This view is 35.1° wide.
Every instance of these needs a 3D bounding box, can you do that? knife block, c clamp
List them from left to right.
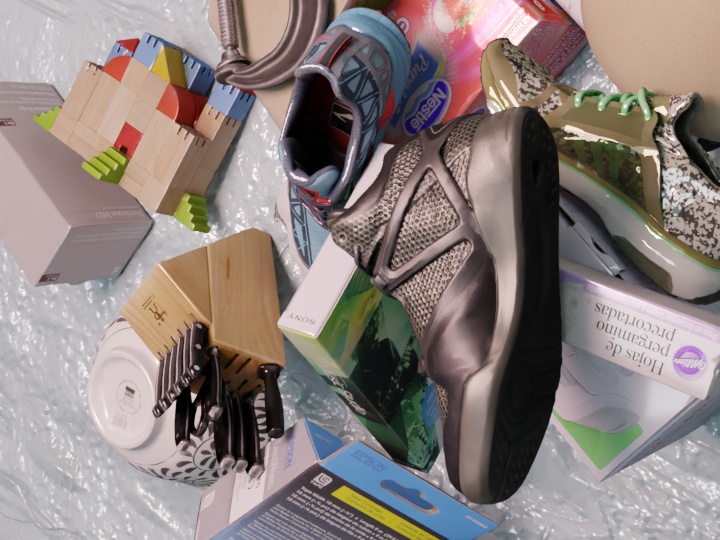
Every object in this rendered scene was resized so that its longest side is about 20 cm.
[{"bbox_3d":[-0.097,0.066,0.913,0.176,0.200,0.064,50,120,7],"label":"knife block"},{"bbox_3d":[-0.082,-0.213,0.815,0.171,0.027,0.200,-28,66,41],"label":"c clamp"}]

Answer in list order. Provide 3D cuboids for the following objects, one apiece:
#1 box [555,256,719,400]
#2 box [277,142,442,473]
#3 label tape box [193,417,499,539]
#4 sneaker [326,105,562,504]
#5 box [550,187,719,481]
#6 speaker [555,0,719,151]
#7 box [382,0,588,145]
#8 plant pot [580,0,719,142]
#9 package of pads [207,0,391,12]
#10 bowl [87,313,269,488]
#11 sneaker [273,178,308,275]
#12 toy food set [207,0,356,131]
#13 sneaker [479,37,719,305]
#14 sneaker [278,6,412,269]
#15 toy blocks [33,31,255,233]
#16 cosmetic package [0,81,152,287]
[{"bbox_3d":[0.106,0.014,0.624,0.200,0.041,0.039,23,105,29],"label":"box"},{"bbox_3d":[0.031,0.031,0.771,0.036,0.200,0.144,13,64,35],"label":"box"},{"bbox_3d":[-0.013,0.184,0.882,0.200,0.144,0.063,-39,29,32],"label":"label tape box"},{"bbox_3d":[0.043,0.019,0.598,0.114,0.076,0.200,-2,87,35],"label":"sneaker"},{"bbox_3d":[0.154,0.011,0.722,0.200,0.176,0.097,52,120,19],"label":"box"},{"bbox_3d":[0.183,-0.174,0.740,0.200,0.081,0.081,52,121,20],"label":"speaker"},{"bbox_3d":[0.058,-0.134,0.825,0.103,0.095,0.200,52,121,18],"label":"box"},{"bbox_3d":[0.222,-0.186,0.623,0.200,0.134,0.201,-3,73,9],"label":"plant pot"},{"bbox_3d":[-0.029,-0.248,0.893,0.200,0.068,0.155,-47,68,30],"label":"package of pads"},{"bbox_3d":[-0.182,0.108,1.026,0.201,0.094,0.201,4,97,36],"label":"bowl"},{"bbox_3d":[0.000,0.000,0.906,0.200,0.076,0.081,57,134,22],"label":"sneaker"},{"bbox_3d":[-0.029,-0.205,0.814,0.200,0.060,0.144,-58,48,31],"label":"toy food set"},{"bbox_3d":[0.155,-0.078,0.651,0.200,0.077,0.089,46,122,15],"label":"sneaker"},{"bbox_3d":[-0.028,-0.072,0.756,0.079,0.096,0.200,22,129,19],"label":"sneaker"},{"bbox_3d":[-0.184,-0.144,1.012,0.200,0.100,0.137,35,102,27],"label":"toy blocks"},{"bbox_3d":[-0.302,-0.084,1.085,0.200,0.107,0.090,47,120,20],"label":"cosmetic package"}]
